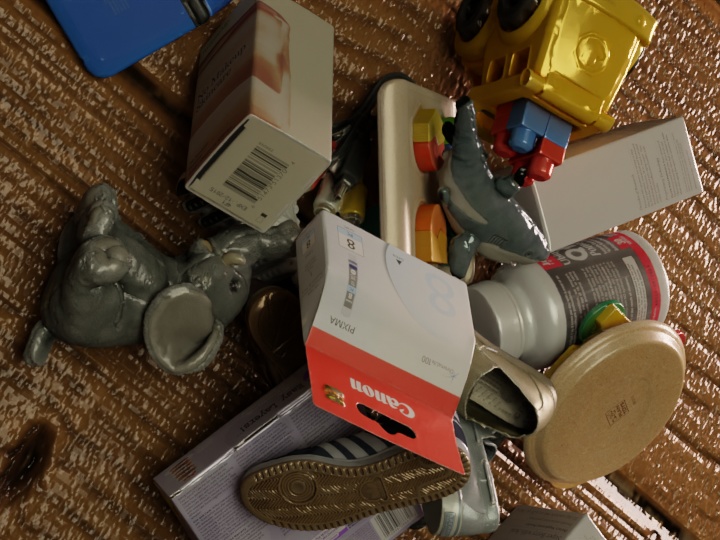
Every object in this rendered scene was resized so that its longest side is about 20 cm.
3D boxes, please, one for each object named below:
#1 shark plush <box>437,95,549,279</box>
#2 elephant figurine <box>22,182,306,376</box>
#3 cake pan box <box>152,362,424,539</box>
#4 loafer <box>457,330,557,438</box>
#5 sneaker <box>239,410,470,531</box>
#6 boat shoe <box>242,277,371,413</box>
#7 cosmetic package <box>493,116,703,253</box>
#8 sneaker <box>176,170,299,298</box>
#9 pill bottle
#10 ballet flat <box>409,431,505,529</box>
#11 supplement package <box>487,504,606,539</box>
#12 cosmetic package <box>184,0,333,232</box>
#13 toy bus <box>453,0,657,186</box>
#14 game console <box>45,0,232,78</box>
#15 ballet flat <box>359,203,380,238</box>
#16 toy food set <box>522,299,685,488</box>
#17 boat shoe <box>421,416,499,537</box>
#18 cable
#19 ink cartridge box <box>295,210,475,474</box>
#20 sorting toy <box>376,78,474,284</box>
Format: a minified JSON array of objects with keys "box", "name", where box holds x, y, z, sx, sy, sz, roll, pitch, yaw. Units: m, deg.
[{"box":[0.117,-0.085,1.662,0.091,0.083,0.201,-66,149,-52],"name":"shark plush"},{"box":[-0.160,0.020,1.557,0.199,0.155,0.142,21,52,-21],"name":"elephant figurine"},{"box":[-0.057,0.199,1.618,0.200,0.052,0.185,-38,121,-12],"name":"cake pan box"},{"box":[0.091,0.091,1.647,0.199,0.068,0.076,24,106,-7],"name":"loafer"},{"box":[-0.003,0.160,1.574,0.199,0.109,0.070,-10,116,7],"name":"sneaker"},{"box":[-0.055,0.088,1.654,0.072,0.072,0.200,-38,121,-10],"name":"boat shoe"},{"box":[0.224,-0.084,1.797,0.199,0.107,0.085,-22,99,-27],"name":"cosmetic package"},{"box":[-0.077,-0.031,1.650,0.200,0.075,0.081,53,54,-20],"name":"sneaker"},{"box":[0.193,0.034,1.773,0.199,0.111,0.111,-15,95,-29],"name":"pill bottle"},{"box":[0.099,0.166,1.757,0.200,0.066,0.057,-43,148,-22],"name":"ballet flat"},{"box":[0.154,0.338,1.733,0.200,0.121,0.120,-45,109,-24],"name":"supplement package"},{"box":[-0.085,-0.143,1.571,0.087,0.103,0.201,30,33,-23],"name":"cosmetic package"},{"box":[0.160,-0.171,1.707,0.135,0.200,0.193,25,75,-24],"name":"toy bus"},{"box":[-0.208,-0.300,1.613,0.170,0.118,0.201,-29,103,5],"name":"game console"},{"box":[0.000,0.000,1.668,0.200,0.067,0.063,-51,158,-59],"name":"ballet flat"},{"box":[0.236,0.124,1.761,0.198,0.049,0.200,-47,138,4],"name":"toy food set"},{"box":[0.090,0.168,1.680,0.071,0.201,0.070,8,129,-13],"name":"boat shoe"},{"box":[-0.012,-0.121,1.692,0.097,0.050,0.200,36,46,-13],"name":"cable"},{"box":[0.026,0.057,1.509,0.160,0.047,0.201,27,33,-27],"name":"ink cartridge box"},{"box":[0.069,-0.077,1.694,0.200,0.036,0.186,2,86,-67],"name":"sorting toy"}]
